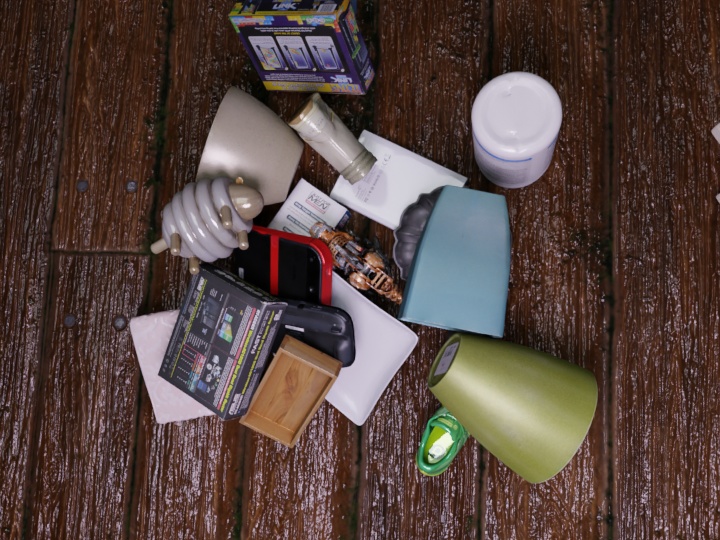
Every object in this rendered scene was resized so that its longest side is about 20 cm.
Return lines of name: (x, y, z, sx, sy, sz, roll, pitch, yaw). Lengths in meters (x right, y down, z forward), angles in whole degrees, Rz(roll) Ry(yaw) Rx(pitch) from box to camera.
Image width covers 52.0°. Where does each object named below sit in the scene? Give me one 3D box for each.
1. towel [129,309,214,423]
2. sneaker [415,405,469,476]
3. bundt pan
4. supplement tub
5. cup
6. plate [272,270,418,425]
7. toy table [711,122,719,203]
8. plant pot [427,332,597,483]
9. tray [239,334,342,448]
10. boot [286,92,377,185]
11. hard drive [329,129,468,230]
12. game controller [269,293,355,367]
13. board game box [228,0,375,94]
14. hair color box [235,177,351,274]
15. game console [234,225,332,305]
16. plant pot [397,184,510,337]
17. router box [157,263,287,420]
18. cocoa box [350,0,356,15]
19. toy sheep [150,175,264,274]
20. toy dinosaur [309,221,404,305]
towel: (-0.274, 0.153, 1.246, 0.199, 0.032, 0.192, -11, 101, 9)
sneaker: (0.151, 0.235, 1.161, 0.074, 0.084, 0.201, 26, 87, 13)
bundt pan: (0.151, -0.040, 1.183, 0.201, 0.076, 0.203, 0, 90, 2)
supplement tub: (0.240, -0.212, 1.146, 0.131, 0.200, 0.133, -1, 82, 9)
cup: (-0.177, -0.187, 1.236, 0.143, 0.200, 0.201, 19, 86, -7)
plate: (-0.026, 0.120, 1.204, 0.200, 0.032, 0.200, 36, 116, 13)
toy table: (0.623, -0.159, 1.093, 0.117, 0.184, 0.200, -28, 66, -11)
plant pot: (0.205, 0.178, 1.079, 0.199, 0.187, 0.188, 30, 88, -6)
tray: (-0.112, 0.194, 1.166, 0.098, 0.037, 0.200, 27, 127, -4)
boot: (-0.045, -0.218, 1.231, 0.155, 0.200, 0.072, 42, 100, -13)
hard drive: (0.064, -0.139, 1.256, 0.199, 0.027, 0.132, 27, 88, 13)
game controller: (-0.097, 0.094, 1.162, 0.199, 0.042, 0.105, 10, 126, 28)
board game box: (-0.093, -0.372, 1.215, 0.199, 0.166, 0.057, 9, 61, 25)
hair color box: (-0.113, -0.044, 1.256, 0.100, 0.061, 0.200, 35, 90, 9)
game console: (-0.128, 0.033, 1.193, 0.176, 0.031, 0.201, 14, 113, 26)
plant pot: (0.145, -0.014, 1.081, 0.140, 0.141, 0.201, 11, 85, 1)
router box: (-0.217, 0.108, 1.153, 0.149, 0.062, 0.201, 27, 102, 27)
cocoa box: (-0.088, -0.480, 1.226, 0.131, 0.200, 0.134, 19, 62, 12)
toy sheep: (-0.238, -0.073, 1.130, 0.199, 0.138, 0.139, -22, 79, 8)
toy dinosaur: (0.000, 0.000, 1.189, 0.102, 0.136, 0.201, -30, 86, 1)
